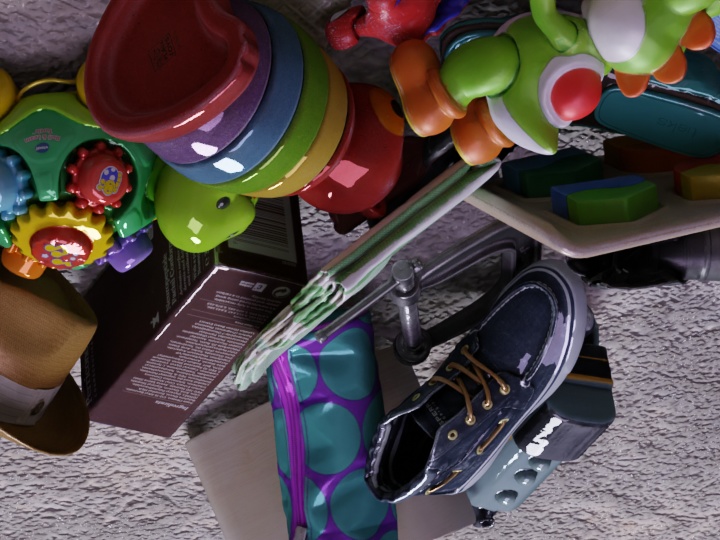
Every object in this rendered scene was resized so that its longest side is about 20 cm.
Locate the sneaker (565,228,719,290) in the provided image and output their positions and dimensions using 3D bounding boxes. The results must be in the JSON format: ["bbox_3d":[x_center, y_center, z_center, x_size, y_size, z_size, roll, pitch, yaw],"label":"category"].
[{"bbox_3d":[0.178,-0.023,1.587,0.104,0.200,0.060,-3,102,-9],"label":"sneaker"}]

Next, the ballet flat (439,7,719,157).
[{"bbox_3d":[0.136,-0.123,1.505,0.199,0.071,0.068,15,130,-15],"label":"ballet flat"}]

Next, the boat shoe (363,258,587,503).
[{"bbox_3d":[0.079,0.082,1.682,0.091,0.071,0.201,-11,137,-53],"label":"boat shoe"}]

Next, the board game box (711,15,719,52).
[{"bbox_3d":[0.299,-0.187,1.429,0.200,0.045,0.152,-43,133,21],"label":"board game box"}]

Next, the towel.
[{"bbox_3d":[0.000,0.000,1.530,0.152,0.023,0.200,-40,177,-29],"label":"towel"}]

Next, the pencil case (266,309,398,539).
[{"bbox_3d":[-0.025,0.128,1.738,0.085,0.201,0.092,0,-170,41],"label":"pencil case"}]

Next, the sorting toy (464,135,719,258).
[{"bbox_3d":[0.172,-0.054,1.529,0.199,0.185,0.037,-8,105,-18],"label":"sorting toy"}]

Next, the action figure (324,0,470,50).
[{"bbox_3d":[0.066,-0.182,1.407,0.199,0.052,0.065,-32,146,7],"label":"action figure"}]

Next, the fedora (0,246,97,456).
[{"bbox_3d":[-0.231,0.031,1.591,0.082,0.201,0.200,-48,134,12],"label":"fedora"}]

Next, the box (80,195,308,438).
[{"bbox_3d":[-0.115,0.016,1.639,0.075,0.101,0.200,13,140,-27],"label":"box"}]

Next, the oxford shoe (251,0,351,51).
[{"bbox_3d":[-0.046,-0.151,1.450,0.075,0.058,0.201,-4,133,-16],"label":"oxford shoe"}]

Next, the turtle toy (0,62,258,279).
[{"bbox_3d":[-0.160,-0.053,1.517,0.199,0.102,0.146,-5,146,6],"label":"turtle toy"}]

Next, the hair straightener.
[{"bbox_3d":[0.068,-0.082,1.595,0.077,0.041,0.200,11,138,-44],"label":"hair straightener"}]

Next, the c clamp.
[{"bbox_3d":[0.052,0.017,1.672,0.170,0.027,0.200,-34,161,-2],"label":"c clamp"}]

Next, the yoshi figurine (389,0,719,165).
[{"bbox_3d":[0.117,-0.146,1.389,0.199,0.113,0.112,-26,107,28],"label":"yoshi figurine"}]

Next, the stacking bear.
[{"bbox_3d":[-0.050,-0.091,1.393,0.114,0.122,0.200,-38,141,23],"label":"stacking bear"}]

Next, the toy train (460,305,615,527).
[{"bbox_3d":[0.115,0.105,1.796,0.085,0.114,0.200,11,141,-25],"label":"toy train"}]

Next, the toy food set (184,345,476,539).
[{"bbox_3d":[-0.026,0.159,1.837,0.199,0.144,0.060,-27,173,27],"label":"toy food set"}]
